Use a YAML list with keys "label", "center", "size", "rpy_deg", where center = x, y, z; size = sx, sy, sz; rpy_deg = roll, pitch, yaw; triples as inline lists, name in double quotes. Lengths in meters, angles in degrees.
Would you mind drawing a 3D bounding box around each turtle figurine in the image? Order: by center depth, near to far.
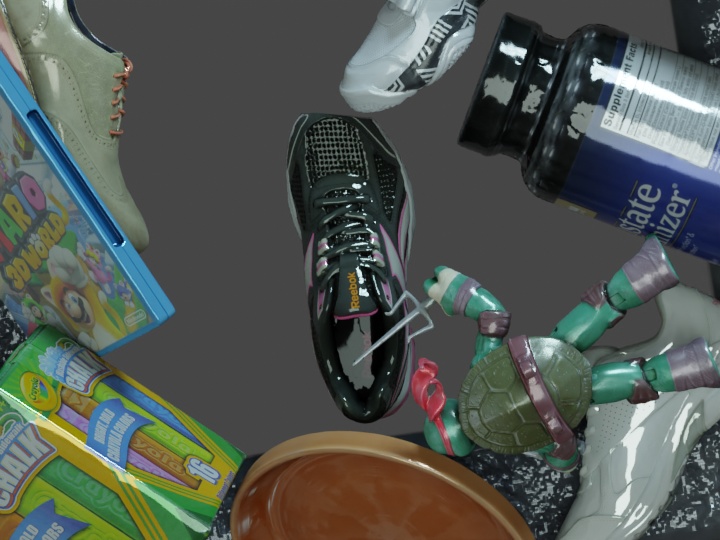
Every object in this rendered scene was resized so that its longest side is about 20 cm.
- label: "turtle figurine"
  center: [0.105, 0.064, 1.422]
  size: [0.199, 0.101, 0.150]
  rpy_deg: [-24, 113, 7]

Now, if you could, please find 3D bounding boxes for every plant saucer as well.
- label: "plant saucer"
  center: [0.017, 0.170, 1.490]
  size: [0.199, 0.032, 0.201]
  rpy_deg: [11, 135, 11]

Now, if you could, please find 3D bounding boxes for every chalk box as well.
- label: "chalk box"
  center: [-0.191, 0.124, 1.450]
  size: [0.199, 0.124, 0.125]
  rpy_deg: [32, 108, -3]

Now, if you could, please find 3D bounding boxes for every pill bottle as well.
- label: "pill bottle"
  center: [0.165, -0.081, 1.442]
  size: [0.199, 0.112, 0.112]
  rpy_deg: [20, 100, 1]

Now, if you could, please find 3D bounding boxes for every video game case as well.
- label: "video game case"
  center: [-0.207, -0.035, 1.476]
  size: [0.200, 0.018, 0.143]
  rpy_deg: [57, 143, -6]

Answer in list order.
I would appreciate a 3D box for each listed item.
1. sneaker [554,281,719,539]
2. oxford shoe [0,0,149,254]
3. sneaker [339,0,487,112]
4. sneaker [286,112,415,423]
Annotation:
- label: "sneaker"
  center: [0.166, 0.094, 1.498]
  size: [0.099, 0.078, 0.200]
  rpy_deg: [34, 93, 6]
- label: "oxford shoe"
  center: [-0.169, -0.099, 1.484]
  size: [0.075, 0.070, 0.201]
  rpy_deg: [-25, 99, 1]
- label: "sneaker"
  center: [0.037, -0.196, 1.438]
  size: [0.200, 0.075, 0.115]
  rpy_deg: [-46, 110, 6]
- label: "sneaker"
  center: [0.000, 0.000, 1.479]
  size: [0.080, 0.086, 0.201]
  rpy_deg: [-12, 98, 4]
